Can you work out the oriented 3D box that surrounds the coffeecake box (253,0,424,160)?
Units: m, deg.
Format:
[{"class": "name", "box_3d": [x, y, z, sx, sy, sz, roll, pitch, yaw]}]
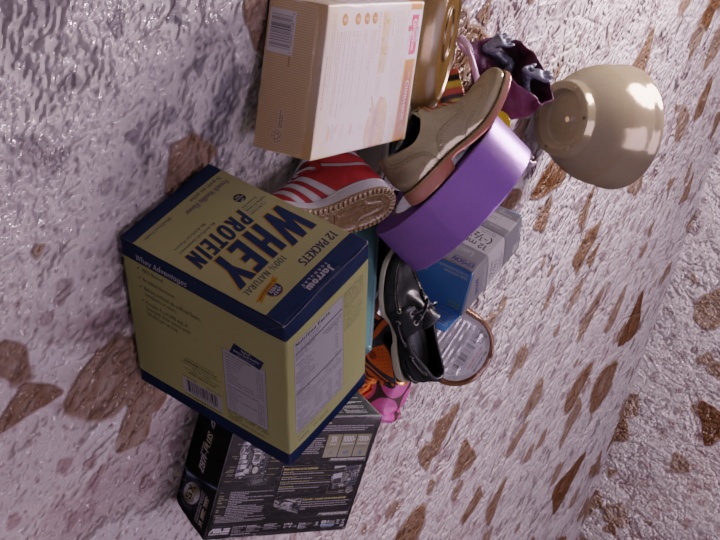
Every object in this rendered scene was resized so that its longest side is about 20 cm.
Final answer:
[{"class": "coffeecake box", "box_3d": [-0.019, -0.207, 1.282, 0.200, 0.073, 0.155, -21, 123, -57]}]

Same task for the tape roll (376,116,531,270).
[{"class": "tape roll", "box_3d": [0.110, -0.094, 1.471, 0.200, 0.066, 0.200, -45, -170, 10]}]

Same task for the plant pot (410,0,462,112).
[{"class": "plant pot", "box_3d": [0.093, -0.279, 1.440, 0.200, 0.027, 0.202, 11, 90, -81]}]

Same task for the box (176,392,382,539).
[{"class": "box", "box_3d": [-0.097, 0.220, 1.450, 0.199, 0.086, 0.165, 3, 113, -35]}]

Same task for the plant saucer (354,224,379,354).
[{"class": "plant saucer", "box_3d": [0.000, 0.000, 1.492, 0.070, 0.019, 0.202, 35, 53, -55]}]

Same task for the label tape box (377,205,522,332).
[{"class": "label tape box", "box_3d": [0.108, -0.024, 1.659, 0.200, 0.143, 0.066, -45, 150, -38]}]

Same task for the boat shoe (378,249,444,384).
[{"class": "boat shoe", "box_3d": [0.071, 0.063, 1.555, 0.074, 0.066, 0.201, -40, 133, -44]}]

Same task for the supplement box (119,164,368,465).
[{"class": "supplement box", "box_3d": [-0.109, 0.042, 1.203, 0.134, 0.199, 0.201, -45, 151, -37]}]

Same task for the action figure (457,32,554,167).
[{"class": "action figure", "box_3d": [0.175, -0.215, 1.664, 0.148, 0.135, 0.200, -5, 153, -26]}]

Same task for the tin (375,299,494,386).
[{"class": "tin", "box_3d": [0.098, 0.082, 1.709, 0.112, 0.199, 0.042, -58, -162, -1]}]

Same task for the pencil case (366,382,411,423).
[{"class": "pencil case", "box_3d": [0.058, 0.116, 1.774, 0.201, 0.090, 0.094, -65, 173, 6]}]

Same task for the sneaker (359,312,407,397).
[{"class": "sneaker", "box_3d": [0.012, 0.146, 1.665, 0.078, 0.111, 0.201, -40, 147, -42]}]

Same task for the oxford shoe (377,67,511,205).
[{"class": "oxford shoe", "box_3d": [0.099, -0.169, 1.403, 0.200, 0.074, 0.071, -52, -168, -20]}]

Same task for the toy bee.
[{"class": "toy bee", "box_3d": [0.136, -0.166, 1.598, 0.200, 0.130, 0.109, 35, 36, -52]}]

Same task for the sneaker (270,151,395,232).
[{"class": "sneaker", "box_3d": [-0.073, -0.082, 1.342, 0.199, 0.113, 0.072, -15, 136, -22]}]

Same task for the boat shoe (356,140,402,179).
[{"class": "boat shoe", "box_3d": [0.021, -0.162, 1.429, 0.060, 0.075, 0.201, -17, 129, -52]}]

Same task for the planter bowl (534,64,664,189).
[{"class": "planter bowl", "box_3d": [0.362, -0.236, 1.957, 0.134, 0.200, 0.202, 4, 112, -36]}]

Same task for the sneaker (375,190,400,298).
[{"class": "sneaker", "box_3d": [0.013, -0.004, 1.574, 0.201, 0.074, 0.079, -56, 160, -19]}]
